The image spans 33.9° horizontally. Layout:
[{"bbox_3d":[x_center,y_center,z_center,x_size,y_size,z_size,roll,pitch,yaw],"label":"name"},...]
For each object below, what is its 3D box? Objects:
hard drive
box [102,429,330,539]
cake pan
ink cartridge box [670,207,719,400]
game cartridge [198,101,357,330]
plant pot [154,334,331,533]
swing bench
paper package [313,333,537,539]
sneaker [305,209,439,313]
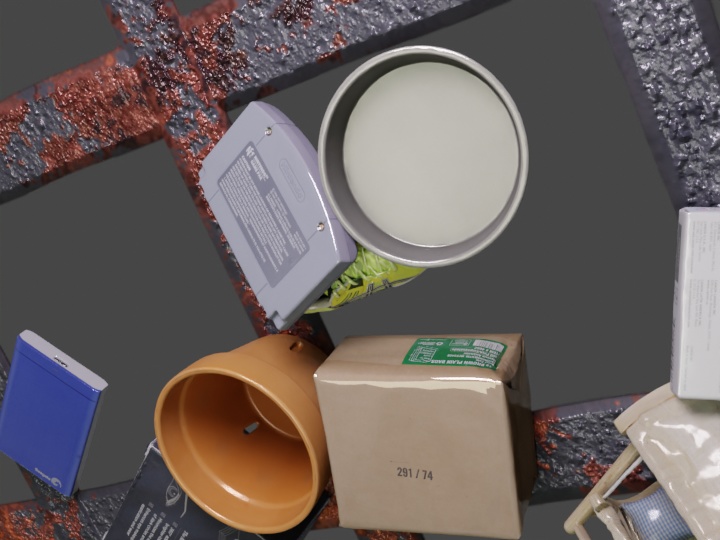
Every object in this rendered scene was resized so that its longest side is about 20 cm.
[{"bbox_3d":[-0.404,0.188,1.529,0.131,0.025,0.201,31,126,11],"label":"hard drive"},{"bbox_3d":[-0.174,0.296,1.401,0.199,0.117,0.197,38,128,8],"label":"box"},{"bbox_3d":[0.059,-0.104,1.085,0.198,0.037,0.203,4,103,17],"label":"cake pan"},{"bbox_3d":[0.367,0.031,0.996,0.198,0.057,0.164,2,99,6],"label":"ink cartridge box"},{"bbox_3d":[-0.081,-0.060,1.165,0.133,0.040,0.201,-46,63,35],"label":"game cartridge"},{"bbox_3d":[-0.103,0.160,1.277,0.198,0.140,0.202,12,121,22],"label":"plant pot"},{"bbox_3d":[0.303,0.227,1.038,0.200,0.128,0.201,-119,35,-46],"label":"swing bench"},{"bbox_3d":[0.069,0.164,1.193,0.198,0.104,0.192,0,115,21],"label":"paper package"},{"bbox_3d":[0.000,0.000,1.177,0.199,0.076,0.076,-30,97,35],"label":"sneaker"}]
